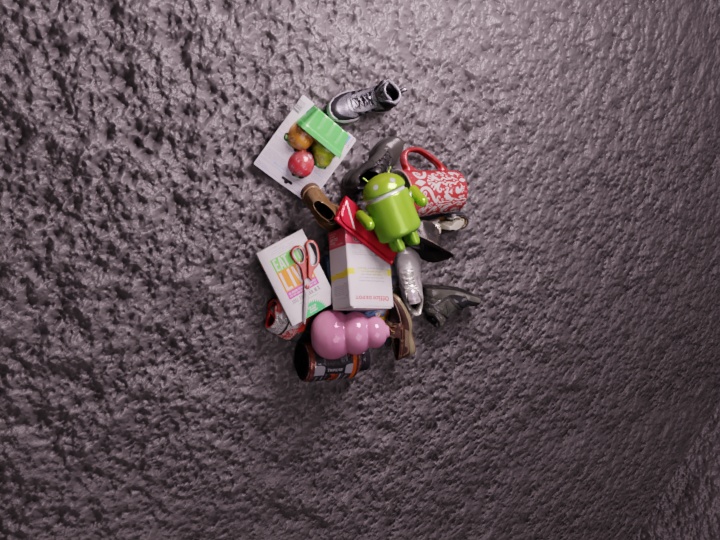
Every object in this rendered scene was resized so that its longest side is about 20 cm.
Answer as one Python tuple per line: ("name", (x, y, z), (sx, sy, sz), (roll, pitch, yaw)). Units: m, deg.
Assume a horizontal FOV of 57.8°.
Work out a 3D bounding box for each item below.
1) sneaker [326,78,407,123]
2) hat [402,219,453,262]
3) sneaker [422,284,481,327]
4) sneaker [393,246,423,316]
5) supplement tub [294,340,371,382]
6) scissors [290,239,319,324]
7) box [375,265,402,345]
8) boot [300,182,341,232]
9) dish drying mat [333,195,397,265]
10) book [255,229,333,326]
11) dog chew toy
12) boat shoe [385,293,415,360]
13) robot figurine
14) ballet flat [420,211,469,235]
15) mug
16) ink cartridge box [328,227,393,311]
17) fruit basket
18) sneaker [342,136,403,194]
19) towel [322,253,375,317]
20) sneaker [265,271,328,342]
("sneaker", (0.019, -0.418, 1.586), (0.197, 0.113, 0.077), (-19, 94, -25))
("hat", (0.160, -0.092, 1.754), (0.199, 0.199, 0.082), (24, 73, -32))
("sneaker", (0.261, 0.107, 1.926), (0.196, 0.076, 0.116), (4, 106, -27))
("sneaker", (0.140, 0.030, 1.756), (0.074, 0.100, 0.203), (-14, 122, 0))
("supplement tub", (-0.071, 0.240, 1.761), (0.197, 0.107, 0.109), (0, 106, -29))
("scissors", (-0.126, 0.028, 1.617), (0.072, 0.014, 0.204), (-11, 94, -18))
("box", (0.068, 0.093, 1.832), (0.136, 0.038, 0.202), (34, 88, -33))
("boot", (-0.077, -0.133, 1.635), (0.073, 0.076, 0.200), (-41, 140, 5))
("dish drying mat", (0.021, -0.099, 1.632), (0.199, 0.018, 0.078), (37, 57, -26))
("book", (-0.161, 0.018, 1.636), (0.132, 0.048, 0.202), (-29, 98, -15))
("dog chew toy", (-0.025, 0.160, 1.658), (0.196, 0.125, 0.127), (-3, 111, 6))
("boat shoe", (0.099, 0.161, 1.809), (0.071, 0.072, 0.203), (-25, 123, -21))
("robot figurine", (0.076, -0.148, 1.603), (0.173, 0.116, 0.203), (-24, 98, -9))
("ballet flat", (0.222, -0.127, 1.830), (0.197, 0.073, 0.074), (-12, 112, -25))
("mug", (0.183, -0.226, 1.737), (0.197, 0.133, 0.180), (-8, 121, -31))
("ink cartridge box", (0.000, 0.000, 1.659), (0.143, 0.083, 0.204), (4, 78, -39))
("fruit basket", (-0.133, -0.290, 1.580), (0.184, 0.094, 0.201), (33, 104, -33))
("sneaker", (0.045, -0.266, 1.671), (0.200, 0.091, 0.076), (-48, 113, -10))
("towel", (-0.025, 0.044, 1.732), (0.110, 0.048, 0.203), (-21, 101, -23))
("sneaker", (-0.168, 0.080, 1.678), (0.107, 0.067, 0.204), (26, 95, -35))
